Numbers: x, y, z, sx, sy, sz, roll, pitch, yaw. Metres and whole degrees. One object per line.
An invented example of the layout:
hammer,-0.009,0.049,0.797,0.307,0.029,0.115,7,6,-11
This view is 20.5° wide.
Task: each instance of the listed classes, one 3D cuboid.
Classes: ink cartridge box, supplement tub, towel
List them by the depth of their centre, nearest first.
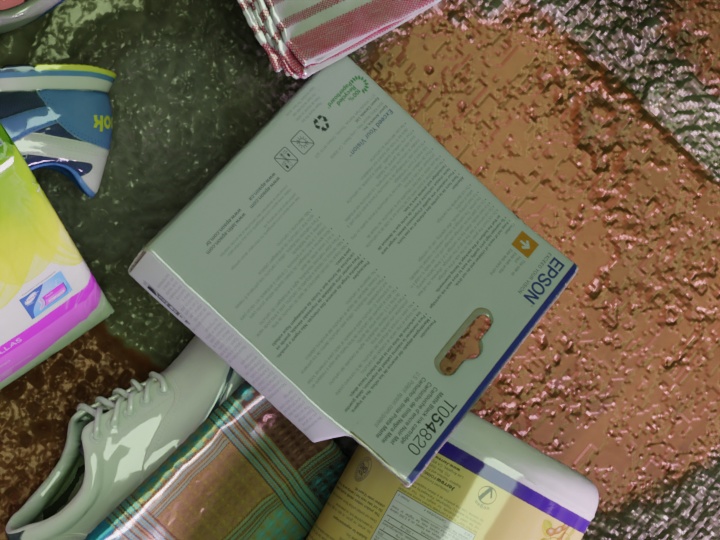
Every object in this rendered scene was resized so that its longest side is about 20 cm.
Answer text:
ink cartridge box,0.000,0.000,1.160,0.200,0.041,0.200,43,56,-1
towel,-0.031,-0.228,1.173,0.146,0.030,0.200,-33,102,-32
towel,-0.095,0.160,1.174,0.200,0.022,0.147,-44,142,-7
supplement tub,0.037,0.183,1.187,0.145,0.145,0.200,29,87,-14

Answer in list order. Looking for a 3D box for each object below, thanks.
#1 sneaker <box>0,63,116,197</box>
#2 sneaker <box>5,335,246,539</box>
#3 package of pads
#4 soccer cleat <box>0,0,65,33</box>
sneaker,-0.237,-0.074,1.138,0.200,0.074,0.082,-5,98,-12
sneaker,-0.131,0.098,1.171,0.071,0.073,0.200,37,87,-30
package of pads,-0.236,0.003,1.085,0.154,0.200,0.068,-33,61,-9
soccer cleat,-0.151,-0.199,1.141,0.200,0.086,0.070,-37,102,-9
